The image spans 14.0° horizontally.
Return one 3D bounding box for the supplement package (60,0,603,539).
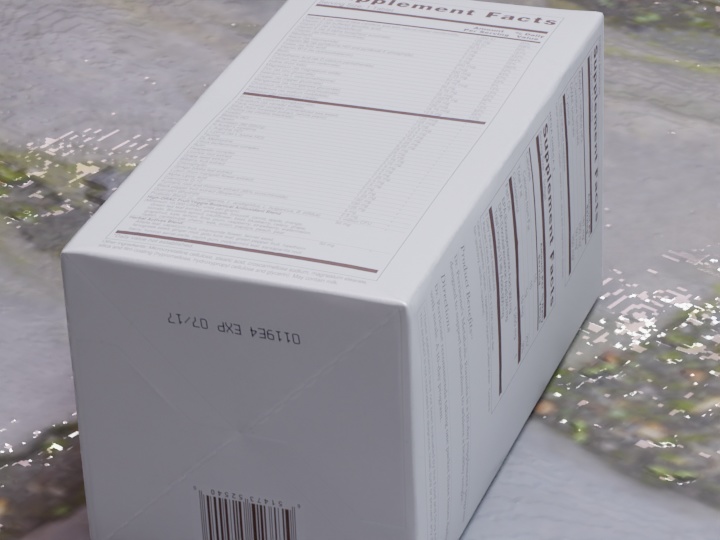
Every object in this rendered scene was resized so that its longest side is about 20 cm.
[{"bbox_3d":[0.000,0.000,0.942,0.113,0.110,0.200,9,32,19],"label":"supplement package"}]
